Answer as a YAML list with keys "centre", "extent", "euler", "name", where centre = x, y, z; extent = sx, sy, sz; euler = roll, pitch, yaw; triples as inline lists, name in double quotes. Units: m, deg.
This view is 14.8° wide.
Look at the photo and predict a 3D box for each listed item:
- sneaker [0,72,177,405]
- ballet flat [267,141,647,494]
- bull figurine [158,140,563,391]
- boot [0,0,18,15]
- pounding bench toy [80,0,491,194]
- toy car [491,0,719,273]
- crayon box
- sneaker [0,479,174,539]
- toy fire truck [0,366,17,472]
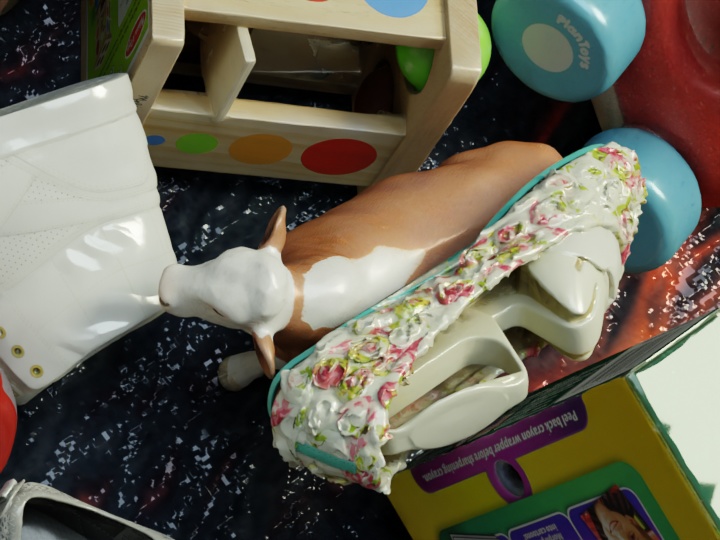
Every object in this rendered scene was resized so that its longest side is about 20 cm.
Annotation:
- centre: [-0.169, 0.007, 1.095]
  extent: [0.199, 0.074, 0.116]
  euler: [-18, 101, -2]
  name: "sneaker"
- centre: [0.052, 0.024, 1.076]
  extent: [0.200, 0.076, 0.064]
  euler: [-37, 50, -23]
  name: "ballet flat"
- centre: [0.000, 0.000, 1.128]
  extent: [0.199, 0.121, 0.065]
  euler: [-19, 89, -29]
  name: "bull figurine"
- centre: [-0.155, -0.146, 1.090]
  extent: [0.072, 0.167, 0.200]
  euler: [34, 34, 2]
  name: "boot"
- centre: [-0.018, -0.127, 1.144]
  extent: [0.155, 0.200, 0.125]
  euler: [6, 63, -17]
  name: "pounding bench toy"
- centre: [0.194, -0.107, 1.187]
  extent: [0.184, 0.199, 0.177]
  euler: [-48, 128, -38]
  name: "toy car"
- centre: [0.112, 0.122, 1.053]
  extent: [0.058, 0.200, 0.173]
  euler: [-32, 91, -30]
  name: "crayon box"
- centre: [-0.071, 0.147, 1.058]
  extent: [0.200, 0.082, 0.075]
  euler: [28, 59, -5]
  name: "sneaker"
- centre: [-0.199, 0.099, 0.993]
  extent: [0.200, 0.049, 0.141]
  euler: [-25, 49, -24]
  name: "toy fire truck"
